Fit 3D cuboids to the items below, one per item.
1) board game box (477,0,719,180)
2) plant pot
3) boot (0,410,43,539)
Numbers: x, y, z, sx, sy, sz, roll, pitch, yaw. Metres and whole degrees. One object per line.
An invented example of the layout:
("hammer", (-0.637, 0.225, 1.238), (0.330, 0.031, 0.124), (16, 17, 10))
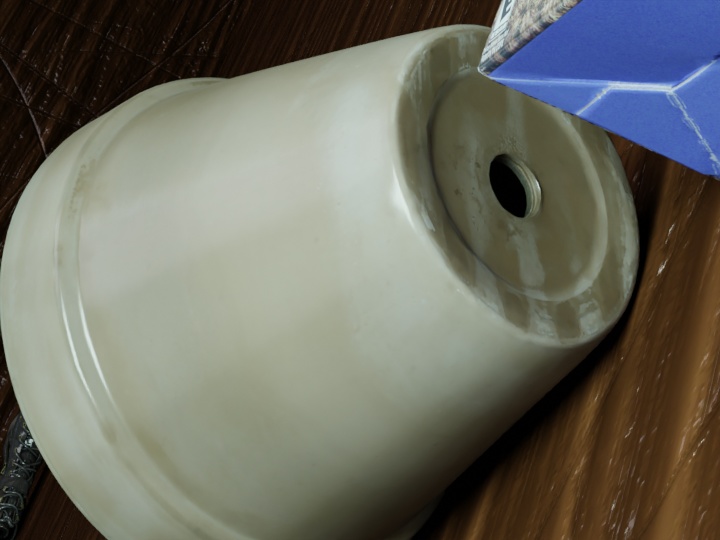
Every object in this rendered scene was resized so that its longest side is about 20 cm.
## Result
("board game box", (0.131, -0.146, 0.670), (0.159, 0.096, 0.201), (146, 145, -71))
("plant pot", (0.000, 0.000, 0.821), (0.173, 0.200, 0.201), (-29, 29, 42))
("boot", (-0.381, 0.224, 2.622), (0.200, 0.069, 0.175), (123, 166, -48))
